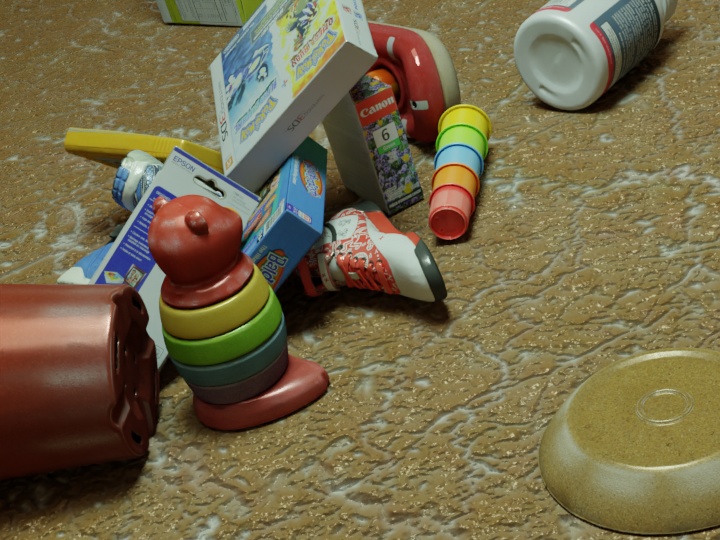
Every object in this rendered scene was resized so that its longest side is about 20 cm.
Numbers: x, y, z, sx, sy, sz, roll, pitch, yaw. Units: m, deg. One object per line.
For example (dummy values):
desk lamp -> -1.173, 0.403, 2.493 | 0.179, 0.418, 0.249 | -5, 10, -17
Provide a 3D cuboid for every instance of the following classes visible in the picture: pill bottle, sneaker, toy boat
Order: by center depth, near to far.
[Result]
sneaker -> 0.000, 0.001, 1.296 | 0.108, 0.067, 0.201 | -26, 28, -11
sneaker -> -0.216, 0.005, 1.392 | 0.111, 0.077, 0.200 | -45, 32, -25
sneaker -> -0.179, -0.061, 1.434 | 0.085, 0.077, 0.200 | 24, 1, 23
toy boat -> 0.019, -0.206, 1.567 | 0.131, 0.131, 0.200 | -28, 29, -29
pill bottle -> 0.277, -0.280, 1.572 | 0.119, 0.120, 0.200 | 12, 40, 42

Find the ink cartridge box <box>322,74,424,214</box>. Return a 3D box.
ink cartridge box -> -0.002, -0.167, 1.445 | 0.050, 0.200, 0.109 | -28, 31, -17

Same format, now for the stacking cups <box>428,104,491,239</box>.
stacking cups -> 0.105, -0.102, 1.425 | 0.060, 0.061, 0.200 | -10, 31, 13

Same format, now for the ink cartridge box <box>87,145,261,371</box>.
ink cartridge box -> -0.183, -0.006, 1.279 | 0.200, 0.099, 0.039 | -58, 1, -2

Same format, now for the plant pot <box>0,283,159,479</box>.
plant pot -> -0.285, 0.094, 1.180 | 0.195, 0.201, 0.201 | -4, 30, 6

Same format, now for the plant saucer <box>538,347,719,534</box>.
plant saucer -> 0.225, 0.112, 1.007 | 0.200, 0.036, 0.200 | -14, 29, 8

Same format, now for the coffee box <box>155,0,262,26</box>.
coffee box -> -0.216, -0.522, 2.181 | 0.197, 0.200, 0.200 | 11, 40, 40

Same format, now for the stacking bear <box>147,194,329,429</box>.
stacking bear -> -0.121, 0.026, 1.176 | 0.114, 0.200, 0.121 | -31, 31, -23

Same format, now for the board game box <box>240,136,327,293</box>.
board game box -> -0.094, -0.036, 1.341 | 0.152, 0.045, 0.200 | -50, 18, 22

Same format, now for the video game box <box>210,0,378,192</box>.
video game box -> -0.073, -0.206, 1.363 | 0.200, 0.047, 0.183 | -45, 41, 30

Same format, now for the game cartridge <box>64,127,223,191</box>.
game cartridge -> -0.205, -0.119, 1.542 | 0.200, 0.033, 0.176 | 12, -4, 41
